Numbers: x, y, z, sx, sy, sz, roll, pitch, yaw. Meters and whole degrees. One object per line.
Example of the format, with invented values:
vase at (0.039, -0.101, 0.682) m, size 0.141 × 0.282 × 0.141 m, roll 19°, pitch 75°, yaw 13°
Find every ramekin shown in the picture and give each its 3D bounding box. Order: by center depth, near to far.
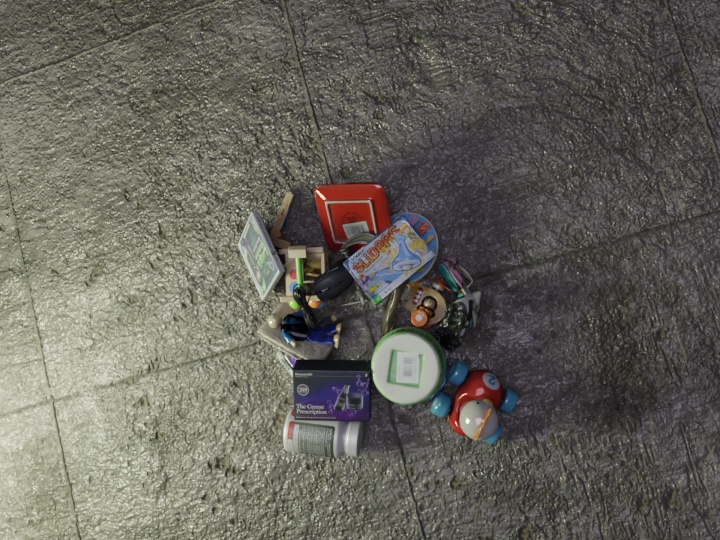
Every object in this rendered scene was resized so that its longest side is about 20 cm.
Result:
ramekin at (0.119, 0.246, 1.556) m, size 0.197 × 0.098 × 0.203 m, roll -1°, pitch 86°, yaw 9°

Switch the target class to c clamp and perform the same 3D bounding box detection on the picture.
c clamp at (0.000, 0.000, 1.622) m, size 0.169 × 0.027 × 0.203 m, roll -8°, pitch 109°, yaw 21°

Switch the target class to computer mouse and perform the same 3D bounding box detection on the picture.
computer mouse at (-0.070, 0.064, 1.563) m, size 0.199 × 0.046 × 0.142 m, roll -30°, pitch 114°, yaw -27°

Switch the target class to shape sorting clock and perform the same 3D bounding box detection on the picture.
shape sorting clock at (0.114, -0.060, 1.635) m, size 0.197 × 0.039 × 0.203 m, roll -7°, pitch 70°, yaw 20°

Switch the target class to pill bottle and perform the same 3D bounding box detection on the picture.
pill bottle at (-0.097, 0.436, 1.622) m, size 0.197 × 0.114 × 0.116 m, roll 5°, pitch 87°, yaw 10°

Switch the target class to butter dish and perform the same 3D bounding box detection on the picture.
butter dish at (-0.003, -0.165, 1.635) m, size 0.197 × 0.148 × 0.202 m, roll 0°, pitch 124°, yaw 18°

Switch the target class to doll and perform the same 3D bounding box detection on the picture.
doll at (-0.150, 0.152, 1.625) m, size 0.197 × 0.137 × 0.049 m, roll 11°, pitch 130°, yaw 1°

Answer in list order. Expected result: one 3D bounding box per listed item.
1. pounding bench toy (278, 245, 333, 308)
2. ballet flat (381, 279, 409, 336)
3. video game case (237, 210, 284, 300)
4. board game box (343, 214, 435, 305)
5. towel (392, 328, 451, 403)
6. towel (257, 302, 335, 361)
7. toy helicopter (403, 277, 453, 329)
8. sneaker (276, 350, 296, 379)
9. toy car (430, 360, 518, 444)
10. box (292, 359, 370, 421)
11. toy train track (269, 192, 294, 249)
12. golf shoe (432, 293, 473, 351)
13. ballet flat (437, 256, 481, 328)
pounding bench toy at (-0.150, 0.021, 1.613) m, size 0.122 × 0.200 × 0.158 m, roll -2°, pitch 85°, yaw 9°
ballet flat at (0.091, 0.090, 1.611) m, size 0.046 × 0.068 × 0.202 m, roll 8°, pitch 115°, yaw -9°
video game case at (-0.272, -0.036, 1.645) m, size 0.023 × 0.200 × 0.183 m, roll -19°, pitch 75°, yaw -29°
board game box at (0.073, -0.026, 1.542) m, size 0.199 × 0.034 × 0.136 m, roll -39°, pitch 83°, yaw -7°
towel at (0.141, 0.251, 1.627) m, size 0.199 × 0.049 × 0.112 m, roll 34°, pitch 91°, yaw 10°
towel at (-0.165, 0.173, 1.659) m, size 0.198 × 0.035 × 0.133 m, roll 28°, pitch 51°, yaw 12°
toy helicopter at (0.163, 0.050, 1.626) m, size 0.132 × 0.079 × 0.201 m, roll -39°, pitch 69°, yaw 12°
sneaker at (-0.135, 0.271, 1.662) m, size 0.099 × 0.070 × 0.201 m, roll -41°, pitch 82°, yaw 1°
toy car at (0.296, 0.344, 1.501) m, size 0.183 × 0.200 × 0.178 m, roll 29°, pitch 91°, yaw -3°
box at (-0.072, 0.309, 1.572) m, size 0.197 × 0.079 × 0.143 m, roll 0°, pitch 102°, yaw 2°
toy train track at (-0.230, -0.121, 1.725) m, size 0.113 × 0.033 × 0.202 m, roll 19°, pitch 84°, yaw 17°
golf shoe at (0.249, 0.136, 1.566) m, size 0.077 × 0.201 × 0.094 m, roll 37°, pitch 58°, yaw 14°
ballet flat at (0.275, 0.051, 1.614) m, size 0.070 × 0.069 × 0.202 m, roll -24°, pitch 82°, yaw -19°
